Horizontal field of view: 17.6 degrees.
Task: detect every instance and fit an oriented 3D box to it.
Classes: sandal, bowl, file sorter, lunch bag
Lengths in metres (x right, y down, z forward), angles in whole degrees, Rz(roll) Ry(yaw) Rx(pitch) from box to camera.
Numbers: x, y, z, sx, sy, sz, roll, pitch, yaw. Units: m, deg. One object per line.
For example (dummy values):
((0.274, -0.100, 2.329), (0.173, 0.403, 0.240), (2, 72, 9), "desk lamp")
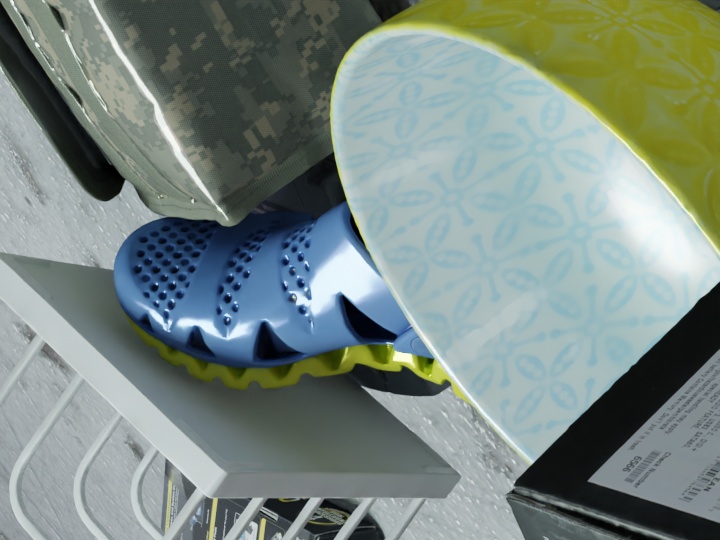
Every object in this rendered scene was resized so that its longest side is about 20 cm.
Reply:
((0.000, 0.000, 0.888), (0.199, 0.080, 0.087), (4, 143, 12), "sandal")
((0.095, -0.019, 0.712), (0.200, 0.108, 0.200), (41, 156, 23), "bowl")
((-0.082, 0.089, 0.980), (0.139, 0.125, 0.200), (41, -165, 25), "file sorter")
((-0.093, -0.114, 0.929), (0.164, 0.117, 0.200), (59, 162, -17), "lunch bag")

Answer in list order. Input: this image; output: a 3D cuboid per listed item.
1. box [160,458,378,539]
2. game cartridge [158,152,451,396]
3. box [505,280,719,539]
((-0.061, 0.219, 1.319), (0.161, 0.049, 0.201), (18, 107, 51), "box")
((-0.031, -0.014, 1.059), (0.200, 0.042, 0.133), (22, 147, 51), "game cartridge")
((0.153, 0.064, 0.595), (0.086, 0.200, 0.164), (14, 136, 48), "box")
